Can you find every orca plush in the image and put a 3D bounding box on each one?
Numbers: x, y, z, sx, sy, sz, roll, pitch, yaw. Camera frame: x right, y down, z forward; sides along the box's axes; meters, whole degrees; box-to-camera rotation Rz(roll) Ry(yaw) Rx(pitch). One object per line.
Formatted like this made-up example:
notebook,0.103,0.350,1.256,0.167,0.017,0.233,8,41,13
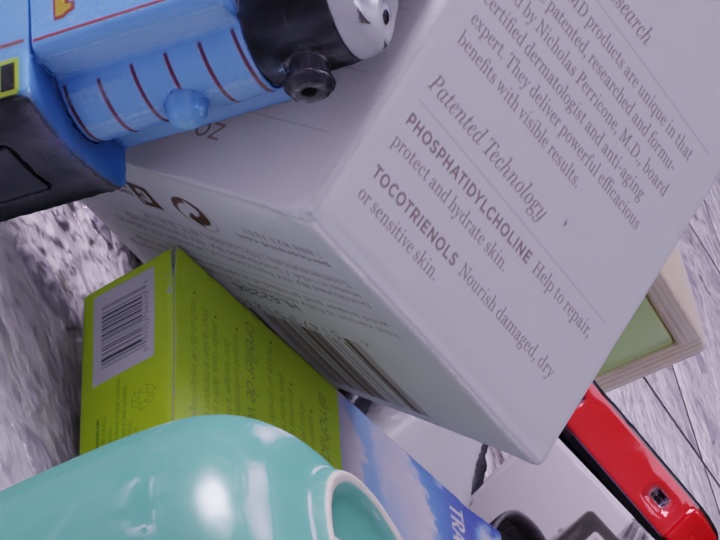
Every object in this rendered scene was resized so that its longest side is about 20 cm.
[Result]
orca plush,0.002,0.072,1.219,0.105,0.071,0.200,51,41,-35

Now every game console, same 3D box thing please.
game console,0.084,0.072,1.437,0.200,0.031,0.177,50,-13,-4

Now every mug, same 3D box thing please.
mug,-0.033,0.132,0.870,0.185,0.114,0.152,60,14,-24

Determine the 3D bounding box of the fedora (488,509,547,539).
fedora,0.101,0.187,1.170,0.177,0.090,0.200,54,29,-51

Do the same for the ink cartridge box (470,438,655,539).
ink cartridge box,0.105,0.150,1.374,0.200,0.067,0.116,47,-9,20

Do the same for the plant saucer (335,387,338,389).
plant saucer,-0.041,-0.011,1.287,0.200,0.034,0.200,59,15,-27

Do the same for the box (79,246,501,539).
box,-0.019,0.095,1.051,0.200,0.048,0.122,43,30,-36

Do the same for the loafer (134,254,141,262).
loafer,0.000,0.000,1.198,0.200,0.072,0.063,-6,81,-33

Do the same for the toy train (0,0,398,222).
toy train,-0.072,-0.089,0.945,0.087,0.200,0.114,46,34,-57

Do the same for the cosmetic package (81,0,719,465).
cosmetic package,0.018,-0.072,1.050,0.167,0.200,0.166,17,-21,43

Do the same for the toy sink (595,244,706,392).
toy sink,0.085,-0.024,1.603,0.200,0.130,0.112,56,17,-41
